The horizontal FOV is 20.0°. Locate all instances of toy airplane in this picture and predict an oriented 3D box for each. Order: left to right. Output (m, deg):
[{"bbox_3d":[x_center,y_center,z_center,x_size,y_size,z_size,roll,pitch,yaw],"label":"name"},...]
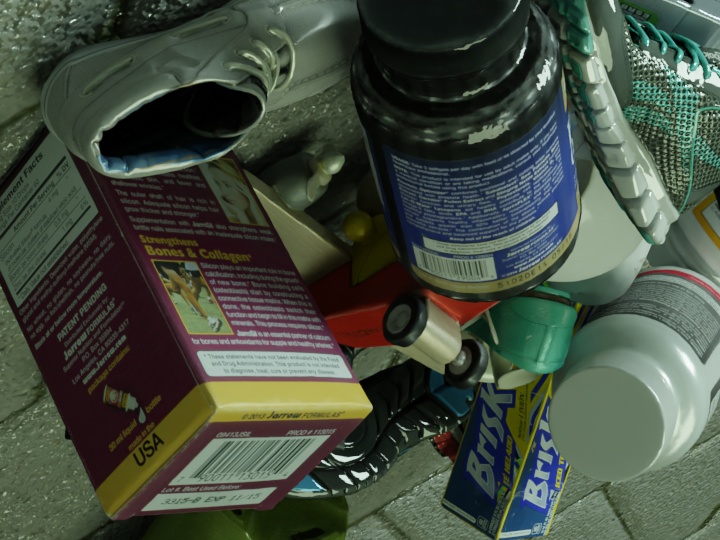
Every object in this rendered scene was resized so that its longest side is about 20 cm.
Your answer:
[{"bbox_3d":[0.000,0.000,1.281,0.197,0.142,0.200,14,158,2],"label":"toy airplane"}]

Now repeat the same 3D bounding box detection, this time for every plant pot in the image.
[{"bbox_3d":[-0.099,0.232,1.541,0.199,0.200,0.191,-5,132,-41],"label":"plant pot"}]

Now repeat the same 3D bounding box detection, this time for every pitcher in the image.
[{"bbox_3d":[0.153,-0.070,1.335,0.172,0.121,0.200,-59,157,2],"label":"pitcher"}]

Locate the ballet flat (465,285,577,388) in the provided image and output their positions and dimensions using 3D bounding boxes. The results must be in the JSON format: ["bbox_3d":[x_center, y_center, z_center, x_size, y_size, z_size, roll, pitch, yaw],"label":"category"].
[{"bbox_3d":[0.095,0.045,1.418,0.067,0.071,0.200,13,177,-12],"label":"ballet flat"}]

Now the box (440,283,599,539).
[{"bbox_3d":[0.132,0.103,1.557,0.070,0.064,0.202,2,110,-48],"label":"box"}]

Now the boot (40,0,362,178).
[{"bbox_3d":[-0.060,-0.096,1.046,0.199,0.096,0.074,-23,120,-15],"label":"boot"}]

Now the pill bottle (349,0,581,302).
[{"bbox_3d":[0.055,-0.081,1.076,0.111,0.112,0.201,-26,144,-8],"label":"pill bottle"}]

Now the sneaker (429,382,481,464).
[{"bbox_3d":[0.102,0.124,1.648,0.082,0.078,0.200,-33,154,4],"label":"sneaker"}]

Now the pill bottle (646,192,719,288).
[{"bbox_3d":[0.307,-0.055,1.505,0.200,0.110,0.109,-41,152,22],"label":"pill bottle"}]

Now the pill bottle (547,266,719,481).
[{"bbox_3d":[0.196,0.074,1.419,0.111,0.111,0.200,-43,177,26],"label":"pill bottle"}]

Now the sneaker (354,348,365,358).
[{"bbox_3d":[-0.060,0.089,1.427,0.200,0.071,0.080,-42,155,21],"label":"sneaker"}]

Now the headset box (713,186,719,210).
[{"bbox_3d":[0.276,-0.121,1.266,0.092,0.201,0.175,-5,147,-12],"label":"headset box"}]

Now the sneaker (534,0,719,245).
[{"bbox_3d":[0.160,-0.106,1.122,0.091,0.078,0.200,-31,137,1],"label":"sneaker"}]

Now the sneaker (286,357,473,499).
[{"bbox_3d":[-0.009,0.115,1.382,0.199,0.074,0.082,-16,169,-43],"label":"sneaker"}]

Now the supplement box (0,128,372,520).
[{"bbox_3d":[-0.105,0.024,1.112,0.130,0.201,0.103,5,139,-49],"label":"supplement box"}]

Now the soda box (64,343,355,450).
[{"bbox_3d":[-0.095,0.076,1.249,0.070,0.064,0.199,17,164,-41],"label":"soda box"}]

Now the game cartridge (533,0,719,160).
[{"bbox_3d":[0.100,-0.131,1.149,0.198,0.041,0.134,18,134,-24],"label":"game cartridge"}]
